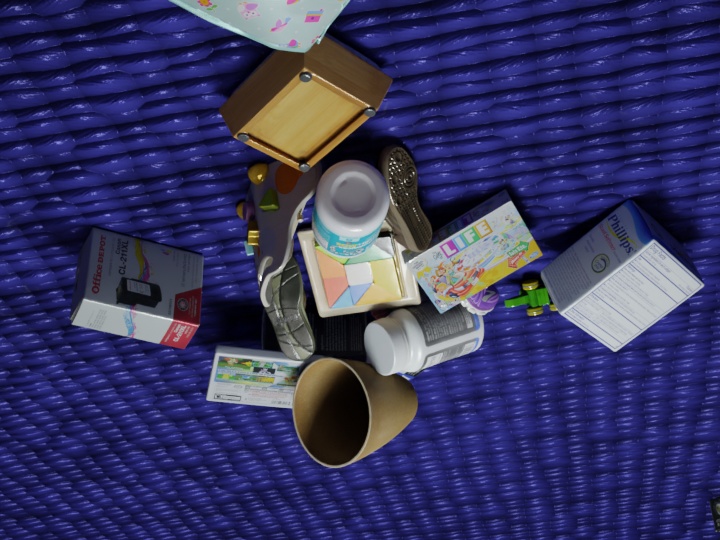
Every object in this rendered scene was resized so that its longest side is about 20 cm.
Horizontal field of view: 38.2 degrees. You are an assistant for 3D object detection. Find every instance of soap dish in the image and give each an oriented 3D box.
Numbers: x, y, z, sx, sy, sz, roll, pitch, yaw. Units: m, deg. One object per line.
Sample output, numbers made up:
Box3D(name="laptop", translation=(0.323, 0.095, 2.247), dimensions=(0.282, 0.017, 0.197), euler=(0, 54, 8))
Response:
Box3D(name="soap dish", translation=(-0.076, -0.228, 1.418), dimensions=(0.156, 0.082, 0.199), euler=(24, 137, -33))

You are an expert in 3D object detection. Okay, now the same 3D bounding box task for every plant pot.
Box3D(name="plant pot", translation=(0.009, 0.243, 1.870), dimensions=(0.185, 0.189, 0.198), euler=(-31, 162, 36))

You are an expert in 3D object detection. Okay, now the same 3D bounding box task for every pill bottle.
Box3D(name="pill bottle", translation=(0.112, 0.113, 1.842), dimensions=(0.197, 0.115, 0.114), euler=(-14, 155, -31))
Box3D(name="pill bottle", translation=(-0.018, -0.085, 1.581), dimensions=(0.108, 0.113, 0.200), euler=(1, 167, -5))

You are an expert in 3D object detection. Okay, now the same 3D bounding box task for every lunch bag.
Box3D(name="lunch bag", translation=(-0.098, -0.353, 1.197), dimensions=(0.198, 0.124, 0.170), euler=(23, 138, -24))

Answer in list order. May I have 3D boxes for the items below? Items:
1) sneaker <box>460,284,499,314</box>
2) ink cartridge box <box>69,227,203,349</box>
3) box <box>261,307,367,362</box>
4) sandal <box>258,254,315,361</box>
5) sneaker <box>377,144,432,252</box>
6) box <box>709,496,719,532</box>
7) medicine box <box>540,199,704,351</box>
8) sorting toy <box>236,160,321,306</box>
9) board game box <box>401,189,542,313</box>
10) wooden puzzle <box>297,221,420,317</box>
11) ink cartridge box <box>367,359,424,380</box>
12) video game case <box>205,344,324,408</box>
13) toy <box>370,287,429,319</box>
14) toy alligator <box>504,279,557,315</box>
Box3D(name="sneaker", translation=(0.192, 0.007, 1.787), dimensions=(0.083, 0.082, 0.200), euler=(-26, 139, 22))
Box3D(name="ink cartridge box", translation=(-0.369, 0.031, 1.726), dimensions=(0.197, 0.148, 0.083), euler=(15, 142, -24))
Box3D(name="box", translation=(-0.086, 0.150, 1.958), dimensions=(0.196, 0.106, 0.149), euler=(-1, 147, -2))
Box3D(name="sandal", translation=(-0.127, 0.060, 1.813), dimensions=(0.078, 0.058, 0.204), euler=(-6, 114, 10))
Box3D(name="sneaker", translation=(0.050, -0.110, 1.609), dimensions=(0.075, 0.071, 0.202), euler=(18, 142, 37))
Box3D(name="box", translation=(1.061, 0.637, 2.757), dimensions=(0.162, 0.087, 0.200), euler=(20, 141, -29))
Box3D(name="medicine box", translation=(0.438, 0.013, 1.741), dimensions=(0.199, 0.104, 0.181), euler=(-41, 133, 21))
Box3D(name="sorting toy", translation=(-0.132, -0.049, 1.590), dimensions=(0.105, 0.183, 0.201), euler=(7, 145, -14))
Box3D(name="board game box", translation=(0.183, -0.028, 1.699), dimensions=(0.198, 0.034, 0.135), euler=(-31, 128, 11))
Box3D(name="wooden puzzle", translation=(0.000, 0.000, 1.759), dimensions=(0.181, 0.038, 0.202), euler=(-8, 129, 8))
Box3D(name="ink cartridge box", translation=(0.077, 0.177, 2.060), dimensions=(0.093, 0.045, 0.200), euler=(20, 141, -26))
Box3D(name="video game case", translation=(-0.178, 0.199, 1.912), dimensions=(0.196, 0.022, 0.183), euler=(7, 145, -11))
Box3D(name="toy", translation=(0.046, 0.058, 1.878), dimensions=(0.114, 0.048, 0.199), euler=(-25, 139, 32))
Box3D(name="toy alligator", translation=(0.354, 0.035, 1.864), dimensions=(0.196, 0.060, 0.054), euler=(-13, -170, 4))
